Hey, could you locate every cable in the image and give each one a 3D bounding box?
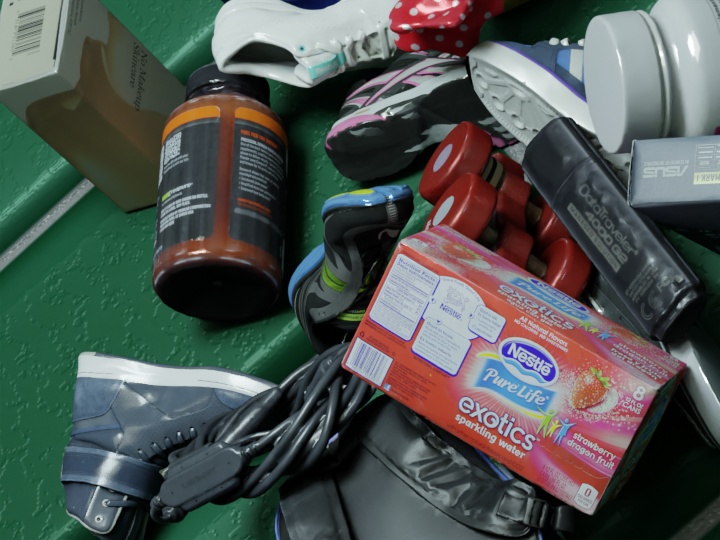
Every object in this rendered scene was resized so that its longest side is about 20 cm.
[{"bbox_3d":[-0.056,0.110,1.602,0.199,0.051,0.163,-32,5,26],"label":"cable"}]

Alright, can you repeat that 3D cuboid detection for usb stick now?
[{"bbox_3d":[0.173,-0.031,1.560,0.056,0.032,0.200,-53,46,22],"label":"usb stick"}]

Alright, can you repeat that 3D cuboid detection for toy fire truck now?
[{"bbox_3d":[0.074,0.002,1.650,0.168,0.112,0.200,-50,17,23],"label":"toy fire truck"}]

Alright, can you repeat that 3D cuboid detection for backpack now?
[{"bbox_3d":[0.041,0.188,1.542,0.199,0.154,0.191,-36,55,0],"label":"backpack"}]

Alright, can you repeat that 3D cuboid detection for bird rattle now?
[{"bbox_3d":[0.047,-0.266,1.686,0.162,0.112,0.201,26,114,30],"label":"bird rattle"}]

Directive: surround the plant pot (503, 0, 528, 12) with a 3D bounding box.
[{"bbox_3d":[0.113,-0.323,1.783,0.199,0.200,0.178,-24,66,20],"label":"plant pot"}]

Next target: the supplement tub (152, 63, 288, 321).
[{"bbox_3d":[-0.111,-0.068,1.827,0.106,0.107,0.201,-15,56,26],"label":"supplement tub"}]

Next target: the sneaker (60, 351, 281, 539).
[{"bbox_3d":[-0.141,0.146,1.743,0.201,0.077,0.147,4,74,26],"label":"sneaker"}]

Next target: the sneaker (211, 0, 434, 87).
[{"bbox_3d":[-0.021,-0.179,1.816,0.198,0.076,0.089,-5,32,5],"label":"sneaker"}]

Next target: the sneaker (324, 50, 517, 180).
[{"bbox_3d":[0.063,-0.145,1.780,0.199,0.081,0.087,-13,46,21],"label":"sneaker"}]

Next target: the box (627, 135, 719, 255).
[{"bbox_3d":[0.299,-0.050,1.504,0.199,0.157,0.051,-2,76,32],"label":"box"}]

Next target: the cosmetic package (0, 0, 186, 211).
[{"bbox_3d":[-0.218,-0.146,1.883,0.071,0.200,0.106,-13,58,26],"label":"cosmetic package"}]

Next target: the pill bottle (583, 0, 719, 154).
[{"bbox_3d":[0.261,-0.140,1.551,0.198,0.114,0.114,-8,52,-9],"label":"pill bottle"}]

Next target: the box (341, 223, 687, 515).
[{"bbox_3d":[0.103,0.063,1.497,0.199,0.095,0.100,30,108,14],"label":"box"}]

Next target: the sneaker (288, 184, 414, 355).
[{"bbox_3d":[0.000,0.000,1.689,0.070,0.200,0.083,-7,62,-23],"label":"sneaker"}]

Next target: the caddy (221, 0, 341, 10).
[{"bbox_3d":[-0.055,-0.280,1.917,0.199,0.105,0.142,7,66,37],"label":"caddy"}]

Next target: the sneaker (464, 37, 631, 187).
[{"bbox_3d":[0.194,-0.146,1.671,0.199,0.081,0.146,32,64,31],"label":"sneaker"}]

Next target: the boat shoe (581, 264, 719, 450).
[{"bbox_3d":[0.204,0.060,1.561,0.068,0.073,0.200,-41,54,16],"label":"boat shoe"}]
